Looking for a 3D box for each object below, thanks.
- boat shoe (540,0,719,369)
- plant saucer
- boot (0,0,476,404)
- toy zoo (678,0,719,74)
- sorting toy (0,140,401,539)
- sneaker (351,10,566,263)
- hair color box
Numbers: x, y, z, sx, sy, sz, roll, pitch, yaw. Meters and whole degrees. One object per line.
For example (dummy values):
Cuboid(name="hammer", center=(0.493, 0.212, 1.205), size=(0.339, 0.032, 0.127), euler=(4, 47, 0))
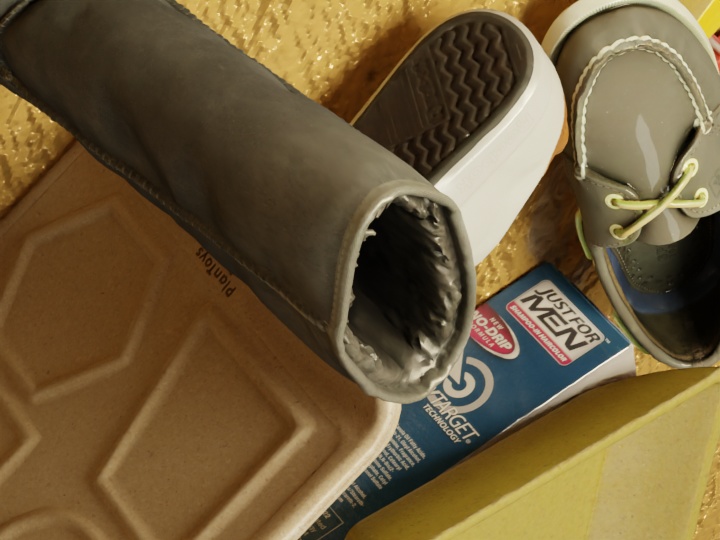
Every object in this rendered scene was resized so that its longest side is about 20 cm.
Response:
Cuboid(name="boat shoe", center=(0.116, -0.033, 1.089), size=(0.072, 0.060, 0.202), euler=(-18, 145, 3))
Cuboid(name="plant saucer", center=(0.051, 0.139, 1.105), size=(0.200, 0.048, 0.201), euler=(-26, 138, -38))
Cuboid(name="boot", center=(-0.063, -0.061, 0.783), size=(0.073, 0.200, 0.182), euler=(-42, 145, -3))
Cuboid(name="toy zoo", center=(0.186, -0.106, 1.138), size=(0.131, 0.020, 0.200), euler=(-47, 144, 5))
Cuboid(name="sorting toy", center=(-0.092, 0.061, 0.891), size=(0.200, 0.185, 0.036), euler=(-49, 138, 7))
Cuboid(name="sneaker", center=(0.000, 0.000, 1.005), size=(0.200, 0.073, 0.085), euler=(-41, 152, 2))
Cuboid(name="hair color box", center=(0.022, 0.094, 1.147), size=(0.200, 0.061, 0.100), euler=(-34, 144, -15))
